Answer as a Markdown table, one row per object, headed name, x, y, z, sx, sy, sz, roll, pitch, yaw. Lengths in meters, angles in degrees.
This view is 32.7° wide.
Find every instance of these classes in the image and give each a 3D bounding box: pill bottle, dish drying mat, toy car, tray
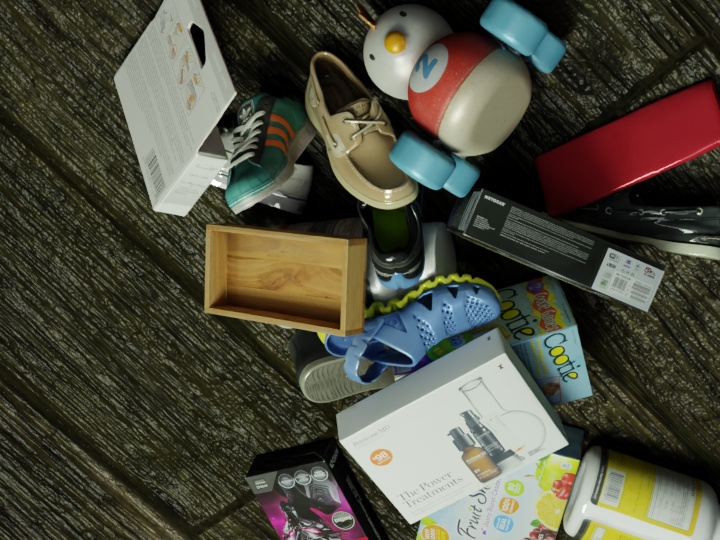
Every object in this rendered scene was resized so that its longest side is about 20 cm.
| name | x | y | z | sx | sy | sz | roll | pitch | yaw |
| --- | --- | --- | --- | --- | --- | --- | --- | --- | --- |
| pill bottle | 0.348 | 0.288 | 1.441 | 0.200 | 0.112 | 0.112 | 19 | 124 | 6 |
| dish drying mat | 0.274 | -0.122 | 1.247 | 0.200 | 0.077 | 0.018 | -25 | 153 | 28 |
| pill bottle | 0.000 | 0.000 | 1.368 | 0.200 | 0.120 | 0.120 | -4 | 119 | 20 |
| toy car | 0.062 | -0.204 | 1.204 | 0.200 | 0.177 | 0.184 | 37 | 101 | 17 |
| tray | -0.082 | 0.006 | 1.301 | 0.200 | 0.037 | 0.099 | 8 | 99 | 38 |

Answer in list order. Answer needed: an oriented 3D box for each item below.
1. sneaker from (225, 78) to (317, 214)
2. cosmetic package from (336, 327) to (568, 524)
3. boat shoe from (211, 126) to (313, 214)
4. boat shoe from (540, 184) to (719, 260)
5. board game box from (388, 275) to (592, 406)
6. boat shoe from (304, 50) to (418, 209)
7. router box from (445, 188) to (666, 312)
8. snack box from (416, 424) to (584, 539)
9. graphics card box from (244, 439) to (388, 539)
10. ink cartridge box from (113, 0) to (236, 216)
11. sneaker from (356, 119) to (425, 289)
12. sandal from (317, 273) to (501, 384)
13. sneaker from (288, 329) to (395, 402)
| name | x | y | z | sx | sy | sz | roll | pitch | yaw |
| --- | --- | --- | --- | --- | --- | --- | --- | --- | --- |
| sneaker | -0.107 | -0.132 | 1.271 | 0.071 | 0.200 | 0.080 | -28 | 111 | 28 |
| cosmetic package | 0.098 | 0.168 | 1.303 | 0.200 | 0.052 | 0.151 | -30 | 119 | 13 |
| boat shoe | -0.147 | -0.127 | 1.376 | 0.200 | 0.071 | 0.070 | 20 | 97 | 9 |
| boat shoe | 0.286 | -0.060 | 1.276 | 0.199 | 0.074 | 0.066 | 14 | 93 | 31 |
| board game box | 0.139 | 0.097 | 1.353 | 0.200 | 0.103 | 0.105 | -16 | 124 | 4 |
| boat shoe | -0.005 | -0.143 | 1.246 | 0.071 | 0.200 | 0.065 | -23 | 145 | -16 |
| router box | 0.194 | -0.024 | 1.259 | 0.200 | 0.157 | 0.052 | 23 | 92 | -5 |
| snack box | 0.169 | 0.266 | 1.509 | 0.168 | 0.068 | 0.200 | 15 | 122 | 7 |
| graphics card box | -0.052 | 0.323 | 1.621 | 0.125 | 0.051 | 0.200 | -15 | 114 | 24 |
| ink cartridge box | -0.181 | -0.188 | 1.274 | 0.045 | 0.200 | 0.176 | 9 | 137 | -39 |
| sneaker | 0.032 | -0.081 | 1.281 | 0.071 | 0.200 | 0.083 | -9 | 154 | 4 |
| sandal | 0.053 | 0.067 | 1.286 | 0.200 | 0.087 | 0.080 | -19 | 134 | 11 |
| sneaker | 0.016 | 0.086 | 1.451 | 0.200 | 0.106 | 0.075 | -9 | 122 | -12 |
